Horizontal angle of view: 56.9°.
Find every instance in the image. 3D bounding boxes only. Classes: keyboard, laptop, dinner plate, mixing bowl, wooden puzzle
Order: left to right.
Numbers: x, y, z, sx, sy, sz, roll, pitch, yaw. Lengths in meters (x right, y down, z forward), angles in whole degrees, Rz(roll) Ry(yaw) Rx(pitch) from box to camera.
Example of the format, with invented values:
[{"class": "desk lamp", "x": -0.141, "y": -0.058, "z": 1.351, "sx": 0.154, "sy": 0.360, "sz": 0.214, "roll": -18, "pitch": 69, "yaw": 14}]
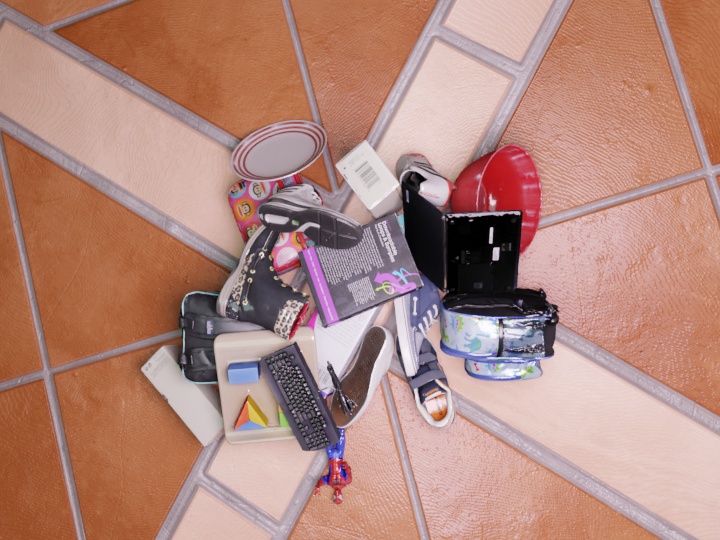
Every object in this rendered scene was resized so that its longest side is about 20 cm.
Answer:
[{"class": "wooden puzzle", "x": -0.163, "y": 0.210, "z": 1.184, "sx": 0.180, "sy": 0.046, "sz": 0.206, "roll": -5, "pitch": 101, "yaw": -2}, {"class": "dinner plate", "x": -0.158, "y": -0.229, "z": 1.294, "sx": 0.195, "sy": 0.025, "sz": 0.203, "roll": -9, "pitch": 44, "yaw": 9}, {"class": "keyboard", "x": -0.083, "y": 0.218, "z": 1.161, "sx": 0.125, "sy": 0.021, "sz": 0.204, "roll": -24, "pitch": 106, "yaw": 3}, {"class": "laptop", "x": 0.172, "y": -0.057, "z": 1.150, "sx": 0.194, "sy": 0.180, "sz": 0.105, "roll": -2, "pitch": 43, "yaw": 7}, {"class": "mixing bowl", "x": 0.235, "y": -0.124, "z": 1.217, "sx": 0.107, "sy": 0.197, "sz": 0.206, "roll": 7, "pitch": 86, "yaw": 48}]

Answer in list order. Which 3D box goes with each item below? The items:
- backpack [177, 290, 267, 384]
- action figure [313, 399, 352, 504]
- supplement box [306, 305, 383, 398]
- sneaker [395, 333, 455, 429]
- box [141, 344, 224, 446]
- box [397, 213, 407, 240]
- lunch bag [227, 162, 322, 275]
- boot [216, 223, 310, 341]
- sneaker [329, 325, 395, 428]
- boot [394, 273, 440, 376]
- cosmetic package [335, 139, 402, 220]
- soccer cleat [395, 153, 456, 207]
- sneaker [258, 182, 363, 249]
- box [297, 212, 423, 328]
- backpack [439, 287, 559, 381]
[{"class": "backpack", "x": -0.231, "y": 0.126, "z": 1.266, "sx": 0.194, "sy": 0.153, "sz": 0.181, "roll": 0, "pitch": 86, "yaw": 7}, {"class": "action figure", "x": -0.053, "y": 0.345, "z": 1.257, "sx": 0.063, "sy": 0.099, "sz": 0.206, "roll": -5, "pitch": 88, "yaw": 8}, {"class": "supplement box", "x": -0.048, "y": 0.125, "z": 1.266, "sx": 0.100, "sy": 0.103, "sz": 0.203, "roll": 31, "pitch": 92, "yaw": 10}, {"class": "sneaker", "x": 0.124, "y": 0.200, "z": 1.249, "sx": 0.077, "sy": 0.079, "sz": 0.203, "roll": -28, "pitch": 81, "yaw": 6}, {"class": "box", "x": -0.335, "y": 0.243, "z": 1.311, "sx": 0.068, "sy": 0.082, "sz": 0.200, "roll": -43, "pitch": 80, "yaw": 3}, {"class": "box", "x": 0.029, "y": -0.049, "z": 1.276, "sx": 0.196, "sy": 0.082, "sz": 0.050, "roll": -26, "pitch": 83, "yaw": 6}, {"class": "lunch bag", "x": -0.153, "y": -0.102, "z": 1.311, "sx": 0.173, "sy": 0.082, "sz": 0.204, "roll": -23, "pitch": 82, "yaw": 1}, {"class": "boot", "x": -0.150, "y": 0.018, "z": 1.196, "sx": 0.151, "sy": 0.074, "sz": 0.206, "roll": 22, "pitch": 65, "yaw": 13}, {"class": "sneaker", "x": 0.014, "y": 0.207, "z": 1.256, "sx": 0.072, "sy": 0.084, "sz": 0.203, "roll": 28, "pitch": 89, "yaw": 28}, {"class": "boot", "x": 0.112, "y": 0.092, "z": 1.235, "sx": 0.088, "sy": 0.073, "sz": 0.205, "roll": -8, "pitch": 62, "yaw": 5}, {"class": "cosmetic package", "x": 0.024, "y": -0.156, "z": 1.225, "sx": 0.073, "sy": 0.200, "sz": 0.104, "roll": -38, "pitch": 83, "yaw": 5}, {"class": "soccer cleat", "x": 0.100, "y": -0.173, "z": 1.228, "sx": 0.083, "sy": 0.200, "sz": 0.070, "roll": 8, "pitch": 114, "yaw": -28}, {"class": "sneaker", "x": -0.075, "y": -0.113, "z": 1.207, "sx": 0.196, "sy": 0.116, "sz": 0.077, "roll": 15, "pitch": 133, "yaw": 14}, {"class": "box", "x": 0.000, "y": 0.000, "z": 1.206, "sx": 0.196, "sy": 0.036, "sz": 0.146, "roll": -22, "pitch": 79, "yaw": 2}, {"class": "backpack", "x": 0.238, "y": 0.113, "z": 1.185, "sx": 0.194, "sy": 0.183, "sz": 0.151, "roll": 2, "pitch": 99, "yaw": 6}]
